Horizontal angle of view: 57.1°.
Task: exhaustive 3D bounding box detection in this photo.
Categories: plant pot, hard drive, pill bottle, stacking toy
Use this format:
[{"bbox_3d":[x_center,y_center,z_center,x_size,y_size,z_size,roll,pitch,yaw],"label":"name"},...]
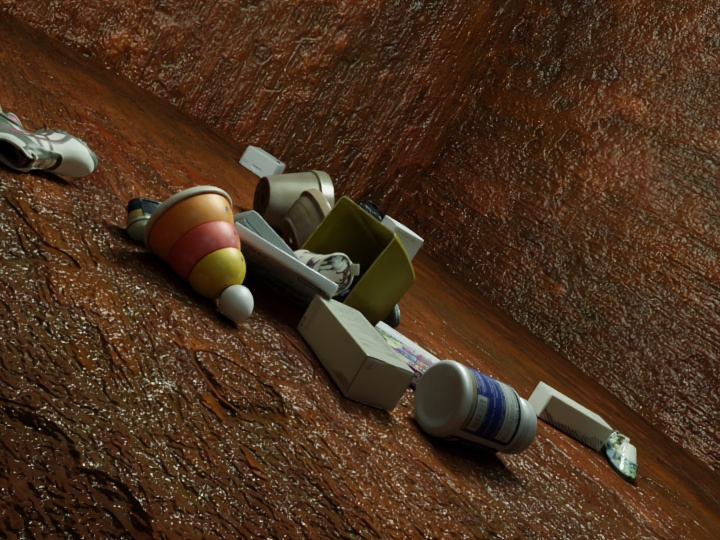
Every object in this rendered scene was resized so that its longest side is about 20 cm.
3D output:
[{"bbox_3d":[-0.127,-0.085,1.575,0.091,0.204,0.201,-19,34,-21],"label":"plant pot"},{"bbox_3d":[-0.185,-0.051,1.224,0.132,0.027,0.199,48,-16,-17],"label":"hard drive"},{"bbox_3d":[0.000,0.000,1.419,0.200,0.201,0.176,40,0,42],"label":"plant pot"},{"bbox_3d":[0.187,0.224,1.049,0.198,0.117,0.116,27,10,-36],"label":"pill bottle"},{"bbox_3d":[-0.215,-0.008,0.973,0.201,0.146,0.146,55,16,19],"label":"stacking toy"},{"bbox_3d":[-0.189,-0.181,1.778,0.171,0.203,0.200,8,20,-31],"label":"plant pot"}]

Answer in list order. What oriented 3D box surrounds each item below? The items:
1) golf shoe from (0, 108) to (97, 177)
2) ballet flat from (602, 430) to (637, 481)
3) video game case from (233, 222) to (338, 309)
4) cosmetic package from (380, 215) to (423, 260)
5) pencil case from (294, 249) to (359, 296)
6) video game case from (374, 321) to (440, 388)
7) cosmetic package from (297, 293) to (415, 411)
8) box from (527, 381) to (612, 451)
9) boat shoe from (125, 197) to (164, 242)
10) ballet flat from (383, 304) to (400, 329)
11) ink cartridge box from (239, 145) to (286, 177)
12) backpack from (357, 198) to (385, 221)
[{"bbox_3d":[-0.501,-0.178,1.016,0.198,0.077,0.089,21,34,-45],"label":"golf shoe"},{"bbox_3d":[0.636,0.441,1.614,0.073,0.075,0.200,32,9,0],"label":"ballet flat"},{"bbox_3d":[-0.142,0.001,1.149,0.198,0.022,0.182,32,-19,-5],"label":"video game case"},{"bbox_3d":[0.059,-0.021,1.651,0.101,0.202,0.074,25,12,-35],"label":"cosmetic package"},{"bbox_3d":[-0.081,0.003,1.255,0.088,0.080,0.199,5,1,-26],"label":"pencil case"},{"bbox_3d":[0.099,0.175,1.264,0.198,0.036,0.181,33,9,5],"label":"video game case"},{"bbox_3d":[-0.012,0.124,1.032,0.104,0.072,0.200,26,11,-33],"label":"cosmetic package"},{"bbox_3d":[0.514,0.359,1.629,0.198,0.069,0.082,30,8,-12],"label":"box"},{"bbox_3d":[-0.296,-0.074,1.081,0.199,0.074,0.063,13,49,-54],"label":"boat shoe"},{"bbox_3d":[0.043,0.087,1.522,0.062,0.069,0.200,2,14,-9],"label":"ballet flat"},{"bbox_3d":[-0.392,-0.431,2.688,0.146,0.086,0.200,32,7,-2],"label":"ink cartridge box"},{"bbox_3d":[0.047,-0.236,3.049,0.167,0.127,0.200,45,9,7],"label":"backpack"}]
